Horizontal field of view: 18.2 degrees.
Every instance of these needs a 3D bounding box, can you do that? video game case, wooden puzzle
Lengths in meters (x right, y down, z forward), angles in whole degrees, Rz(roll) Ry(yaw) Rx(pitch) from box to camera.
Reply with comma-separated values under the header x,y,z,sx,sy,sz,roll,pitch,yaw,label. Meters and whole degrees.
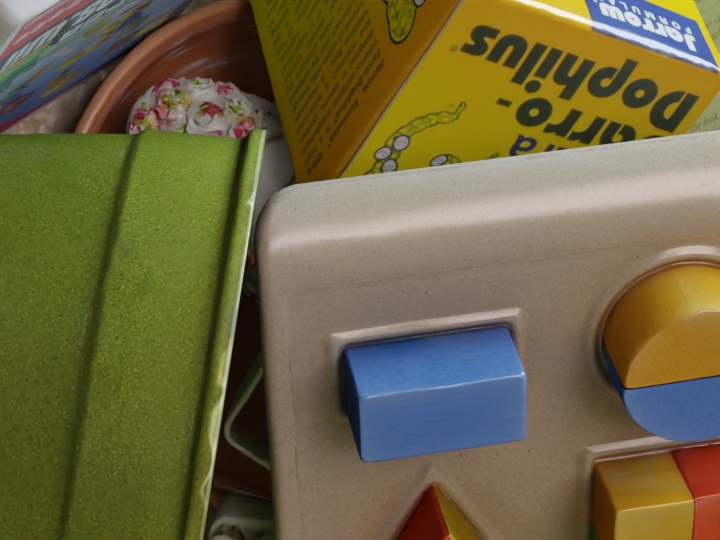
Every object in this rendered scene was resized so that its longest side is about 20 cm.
x,y,z,sx,sy,sz,roll,pitch,yaw,label
-0.089,-0.087,0.746,0.143,0.200,0.017,-37,92,-27,video game case
0.063,0.060,0.735,0.184,0.046,0.201,-7,120,-7,wooden puzzle

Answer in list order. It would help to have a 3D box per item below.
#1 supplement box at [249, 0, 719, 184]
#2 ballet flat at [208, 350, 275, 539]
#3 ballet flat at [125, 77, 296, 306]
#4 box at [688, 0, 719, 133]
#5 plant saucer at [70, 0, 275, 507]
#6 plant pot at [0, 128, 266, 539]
x,y,z,sx,sy,sz,roll,pitch,yaw,label
0.033,-0.109,0.813,0.108,0.110,0.200,14,40,-28,supplement box
-0.022,0.076,0.799,0.063,0.069,0.201,15,113,-3,ballet flat
0.000,0.000,0.824,0.200,0.064,0.076,44,67,-18,ballet flat
0.155,-0.082,0.894,0.106,0.152,0.201,18,67,-27,box
-0.031,-0.004,0.864,0.199,0.037,0.201,4,82,-30,plant saucer
-0.139,0.039,0.708,0.192,0.200,0.201,9,79,-3,plant pot
